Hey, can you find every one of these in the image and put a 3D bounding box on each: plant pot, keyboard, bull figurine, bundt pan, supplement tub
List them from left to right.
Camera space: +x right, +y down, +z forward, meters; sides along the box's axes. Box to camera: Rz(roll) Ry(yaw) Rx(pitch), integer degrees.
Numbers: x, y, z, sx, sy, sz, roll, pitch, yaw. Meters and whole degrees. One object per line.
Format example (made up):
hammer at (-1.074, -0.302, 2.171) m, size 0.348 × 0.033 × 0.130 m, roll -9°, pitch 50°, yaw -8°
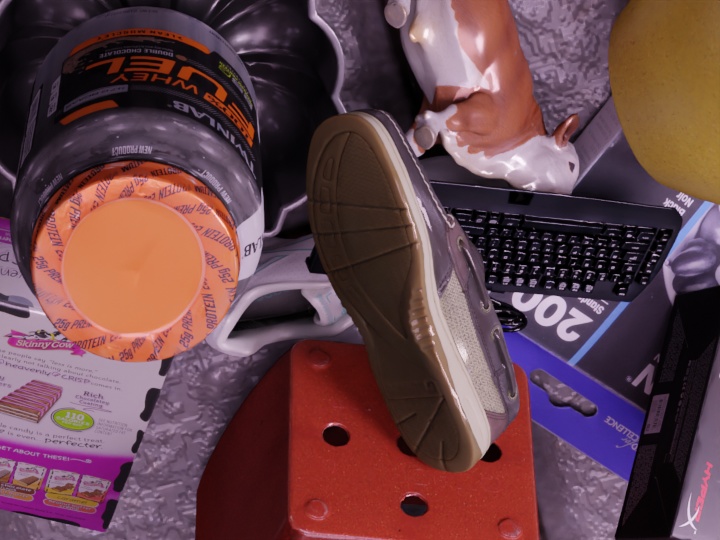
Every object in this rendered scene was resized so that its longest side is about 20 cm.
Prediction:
supplement tub at (-0.109, -0.043, 1.186) m, size 0.122 × 0.200 × 0.123 m, roll -2°, pitch 116°, yaw -4°
bundt pan at (-0.107, -0.107, 1.307) m, size 0.201 × 0.076 × 0.203 m, roll -1°, pitch 117°, yaw -3°
plant pot at (0.014, 0.149, 1.346) m, size 0.199 × 0.201 × 0.177 m, roll 7°, pitch 136°, yaw -7°
bull figurine at (0.052, -0.110, 1.295) m, size 0.065 × 0.121 × 0.201 m, roll -12°, pitch 102°, yaw 43°
keyboard at (0.073, 0.001, 1.307) m, size 0.199 × 0.040 × 0.104 m, roll 6°, pitch 138°, yaw -18°
plant pot at (0.217, -0.110, 1.282) m, size 0.141 × 0.200 × 0.201 m, roll -14°, pitch 119°, yaw 32°

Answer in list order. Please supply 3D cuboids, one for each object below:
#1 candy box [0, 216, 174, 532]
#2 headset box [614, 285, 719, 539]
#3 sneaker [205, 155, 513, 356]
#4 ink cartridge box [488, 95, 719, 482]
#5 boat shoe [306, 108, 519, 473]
candy box at (-0.184, 0.059, 1.351) m, size 0.136 × 0.061 × 0.200 m, roll 14°, pitch 141°, yaw -10°
headset box at (0.261, 0.110, 1.359) m, size 0.199 × 0.075 × 0.149 m, roll 20°, pitch 77°, yaw -17°
sneaker at (0.000, 0.000, 1.365) m, size 0.199 × 0.080 × 0.071 m, roll -24°, pitch 114°, yaw 3°
ink cartridge box at (0.166, 0.028, 1.410) m, size 0.198 × 0.043 × 0.200 m, roll 32°, pitch 110°, yaw -19°
boat shoe at (0.031, 0.005, 1.251) m, size 0.072 × 0.066 × 0.202 m, roll -4°, pitch 112°, yaw 43°
